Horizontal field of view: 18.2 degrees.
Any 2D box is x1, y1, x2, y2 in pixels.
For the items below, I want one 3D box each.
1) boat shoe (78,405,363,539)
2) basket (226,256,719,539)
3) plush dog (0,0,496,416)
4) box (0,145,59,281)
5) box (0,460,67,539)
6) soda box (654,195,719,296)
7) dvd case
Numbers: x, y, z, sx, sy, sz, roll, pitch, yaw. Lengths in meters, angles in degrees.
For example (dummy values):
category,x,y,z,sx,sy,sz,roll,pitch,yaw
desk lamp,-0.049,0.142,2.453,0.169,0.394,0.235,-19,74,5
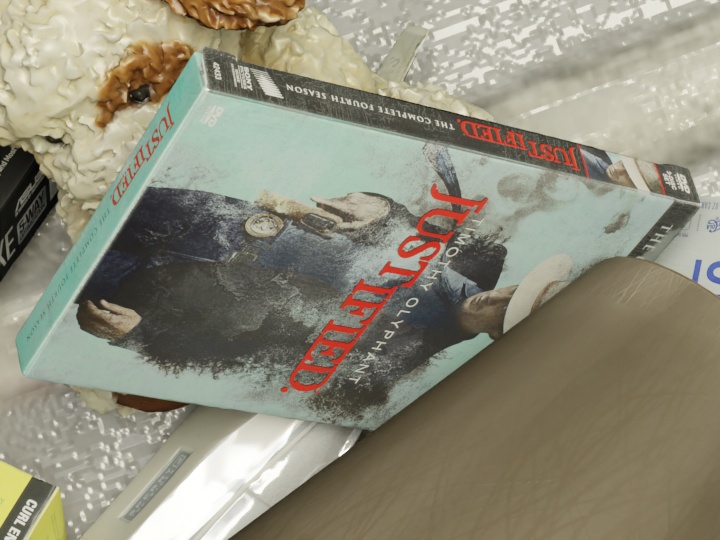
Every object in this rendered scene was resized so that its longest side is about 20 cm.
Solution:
category,x,y,z,sx,sy,sz,roll,pitch,yaw
boat shoe,-0.041,0.091,0.865,0.069,0.072,0.200,48,72,-18
basket,0.055,0.102,0.742,0.180,0.136,0.200,43,71,4
plush dog,-0.067,-0.064,0.825,0.199,0.172,0.162,-29,53,22
box,-0.216,-0.026,0.878,0.157,0.050,0.201,24,57,11
box,-0.212,0.079,0.882,0.199,0.076,0.050,23,59,12
soda box,0.179,0.016,0.806,0.199,0.068,0.064,6,79,36
dvd case,0.000,0.000,0.775,0.146,0.199,0.022,-52,41,36
